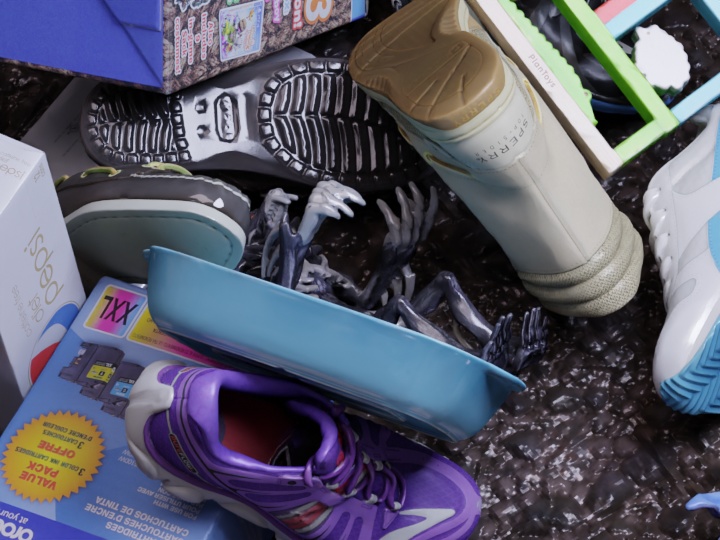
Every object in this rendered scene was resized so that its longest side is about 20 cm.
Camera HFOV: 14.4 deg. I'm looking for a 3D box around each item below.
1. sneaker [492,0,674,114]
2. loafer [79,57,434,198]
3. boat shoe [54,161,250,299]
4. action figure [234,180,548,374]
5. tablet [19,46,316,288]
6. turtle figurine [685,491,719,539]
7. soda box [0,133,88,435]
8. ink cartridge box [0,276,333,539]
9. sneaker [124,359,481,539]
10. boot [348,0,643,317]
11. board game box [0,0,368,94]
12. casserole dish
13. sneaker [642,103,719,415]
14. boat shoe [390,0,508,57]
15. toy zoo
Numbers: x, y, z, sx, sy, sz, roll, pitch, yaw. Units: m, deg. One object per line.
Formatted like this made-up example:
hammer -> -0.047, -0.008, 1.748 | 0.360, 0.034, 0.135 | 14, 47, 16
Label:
sneaker -> 0.104, -0.167, 1.565 | 0.200, 0.083, 0.071 | 51, 34, 3
loafer -> -0.056, -0.077, 1.570 | 0.199, 0.071, 0.073 | 5, 80, -9
boat shoe -> -0.118, -0.028, 1.491 | 0.201, 0.072, 0.061 | -11, 46, 53
action figure -> 0.000, 0.000, 1.483 | 0.200, 0.102, 0.119 | 25, 19, 22
tablet -> -0.127, -0.072, 1.626 | 0.130, 0.014, 0.200 | 25, 63, 27
turtle figurine -> 0.224, 0.165, 1.294 | 0.200, 0.144, 0.194 | 7, 60, 21
soda box -> -0.187, 0.010, 1.460 | 0.064, 0.200, 0.068 | 23, 62, 18
ink cartridge box -> -0.116, 0.116, 1.449 | 0.136, 0.076, 0.200 | 17, 61, 23
sneaker -> -0.018, 0.098, 1.380 | 0.083, 0.200, 0.081 | -11, 63, 54
boot -> 0.073, -0.062, 1.497 | 0.073, 0.156, 0.200 | -39, 22, 0
board game box -> -0.113, -0.178, 1.578 | 0.159, 0.097, 0.200 | 13, 23, 30
casserole dish -> -0.019, 0.038, 1.371 | 0.200, 0.121, 0.039 | 19, 83, 18
sneaker -> 0.183, -0.006, 1.476 | 0.081, 0.077, 0.200 | 9, 49, 23
boat shoe -> 0.033, -0.175, 1.635 | 0.066, 0.074, 0.200 | -39, 53, 27
toy zoo -> 0.169, -0.157, 1.515 | 0.200, 0.020, 0.131 | -37, 85, -10
